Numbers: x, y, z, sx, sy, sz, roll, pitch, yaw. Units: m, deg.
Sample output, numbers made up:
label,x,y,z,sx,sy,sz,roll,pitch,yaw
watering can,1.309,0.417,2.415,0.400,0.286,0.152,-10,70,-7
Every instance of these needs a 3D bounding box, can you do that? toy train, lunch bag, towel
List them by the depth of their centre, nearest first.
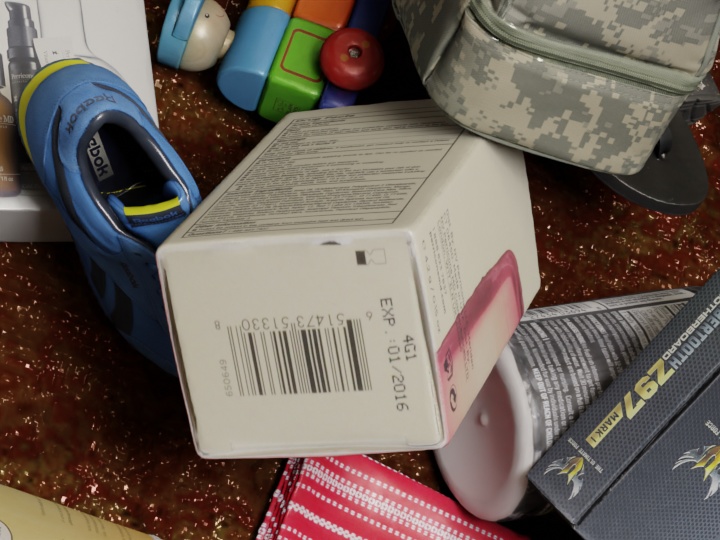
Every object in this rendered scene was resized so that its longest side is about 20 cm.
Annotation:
label,x,y,z,sx,sy,sz,roll,pitch,yaw
lunch bag,0.107,-0.169,1.337,0.139,0.168,0.201,14,36,-20
towel,0.000,0.193,1.377,0.144,0.022,0.201,28,62,-15
toy train,-0.027,-0.170,1.466,0.115,0.085,0.201,21,63,-3

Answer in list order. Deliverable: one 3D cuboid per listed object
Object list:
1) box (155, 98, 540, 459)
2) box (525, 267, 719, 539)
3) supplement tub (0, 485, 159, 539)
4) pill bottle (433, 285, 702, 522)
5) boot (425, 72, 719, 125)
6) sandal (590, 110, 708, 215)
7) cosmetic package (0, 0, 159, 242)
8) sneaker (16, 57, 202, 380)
label,x,y,z,sx,sy,sz,roll,pitch,yaw
box,0.000,0.000,1.320,0.200,0.127,0.110,-51,134,-63
box,0.197,0.104,1.395,0.158,0.051,0.200,-46,131,1
supplement tub,-0.157,0.173,1.226,0.199,0.145,0.145,20,64,-18
pill bottle,0.142,0.066,1.441,0.199,0.106,0.107,-7,75,-29
boot,0.103,-0.140,1.528,0.199,0.070,0.132,-3,70,-38
sandal,0.134,-0.122,1.466,0.075,0.045,0.201,-6,67,-35
cosmetic package,-0.202,-0.093,1.365,0.199,0.052,0.152,-1,71,-26
sneaker,-0.099,-0.010,1.329,0.066,0.078,0.201,-35,122,-11
